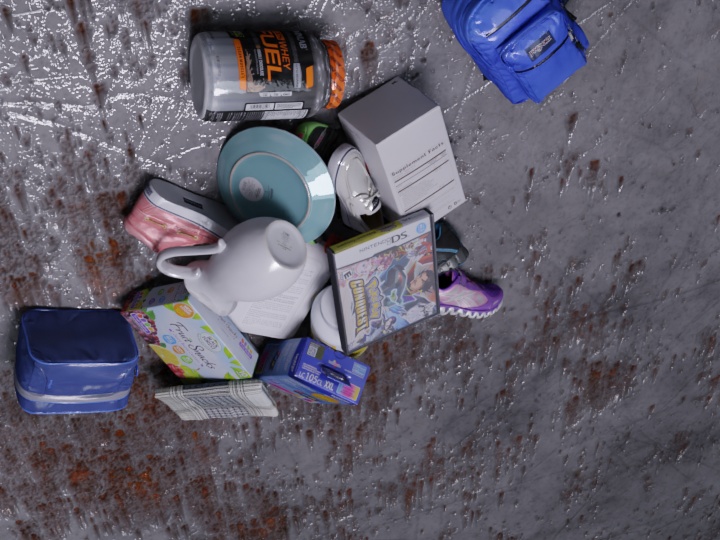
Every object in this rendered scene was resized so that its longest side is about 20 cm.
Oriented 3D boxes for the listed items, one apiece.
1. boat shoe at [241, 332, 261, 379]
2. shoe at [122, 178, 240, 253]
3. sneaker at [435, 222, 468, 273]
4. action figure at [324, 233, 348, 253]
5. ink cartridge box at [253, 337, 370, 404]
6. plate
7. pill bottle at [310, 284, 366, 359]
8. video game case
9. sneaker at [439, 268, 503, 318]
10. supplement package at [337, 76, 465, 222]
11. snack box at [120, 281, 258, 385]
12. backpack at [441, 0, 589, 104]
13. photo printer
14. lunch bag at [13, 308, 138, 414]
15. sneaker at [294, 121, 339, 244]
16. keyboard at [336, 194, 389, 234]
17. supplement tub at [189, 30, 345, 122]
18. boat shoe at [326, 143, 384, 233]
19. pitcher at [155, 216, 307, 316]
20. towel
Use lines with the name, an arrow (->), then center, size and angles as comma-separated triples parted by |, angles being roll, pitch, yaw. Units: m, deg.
boat shoe -> -0.225, 0.159, 1.709 | 0.067, 0.074, 0.200 | -1, 135, 12
shoe -> -0.267, -0.065, 1.487 | 0.200, 0.072, 0.091 | 25, 119, -35
sneaker -> 0.093, -0.007, 1.684 | 0.200, 0.073, 0.082 | -36, 106, -16
action figure -> 0.000, 0.000, 1.622 | 0.200, 0.065, 0.099 | 11, 99, -63
ink cartridge box -> -0.079, 0.176, 1.654 | 0.136, 0.200, 0.076 | 28, 69, -25
plate -> -0.133, -0.121, 1.441 | 0.200, 0.026, 0.200 | 12, 125, 17
pill bottle -> -0.030, 0.085, 1.638 | 0.112, 0.112, 0.200 | -18, 165, -9
video game case -> 0.041, 0.019, 1.504 | 0.181, 0.026, 0.200 | -22, 127, -21
sneaker -> 0.183, 0.035, 1.775 | 0.200, 0.081, 0.089 | 0, 121, -23
supplement package -> 0.067, -0.176, 1.492 | 0.120, 0.121, 0.200 | -33, 135, -11
snack box -> -0.280, 0.107, 1.580 | 0.142, 0.053, 0.200 | -12, 132, 26
backpack -> 0.233, -0.361, 1.392 | 0.163, 0.168, 0.200 | -43, 129, 5
photo printer -> -0.145, 0.017, 1.609 | 0.166, 0.069, 0.200 | 13, 122, -33
lunch bag -> -0.455, 0.152, 1.539 | 0.200, 0.136, 0.132 | 4, 127, -29
sneaker -> -0.063, -0.131, 1.486 | 0.084, 0.077, 0.200 | -1, 116, -9
keyboard -> 0.000, -0.112, 1.600 | 0.200, 0.040, 0.104 | 28, 90, -37
supplement tub -> -0.131, -0.272, 1.330 | 0.200, 0.123, 0.123 | -6, 131, -21
boat shoe -> 0.001, -0.118, 1.470 | 0.071, 0.070, 0.200 | -49, 153, -21
pitcher -> -0.194, -0.013, 1.431 | 0.172, 0.121, 0.200 | 24, 145, -38
towel -> -0.250, 0.237, 1.689 | 0.192, 0.035, 0.200 | -5, 159, 3
